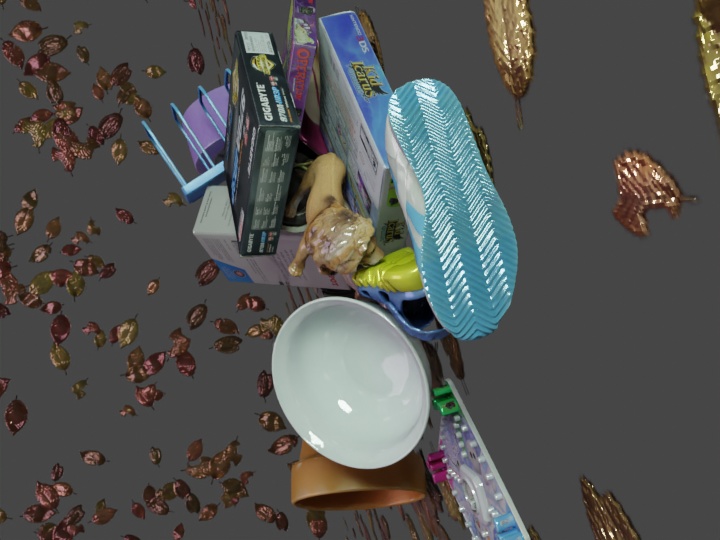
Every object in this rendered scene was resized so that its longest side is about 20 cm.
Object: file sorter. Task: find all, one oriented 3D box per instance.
[{"bbox_3d":[-0.201,-0.207,1.104,0.123,0.199,0.139,57,171,-7],"label":"file sorter"}]

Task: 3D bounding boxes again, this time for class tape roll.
[{"bbox_3d":[-0.197,-0.237,1.291,0.200,0.199,0.085,110,142,-72],"label":"tape roll"}]

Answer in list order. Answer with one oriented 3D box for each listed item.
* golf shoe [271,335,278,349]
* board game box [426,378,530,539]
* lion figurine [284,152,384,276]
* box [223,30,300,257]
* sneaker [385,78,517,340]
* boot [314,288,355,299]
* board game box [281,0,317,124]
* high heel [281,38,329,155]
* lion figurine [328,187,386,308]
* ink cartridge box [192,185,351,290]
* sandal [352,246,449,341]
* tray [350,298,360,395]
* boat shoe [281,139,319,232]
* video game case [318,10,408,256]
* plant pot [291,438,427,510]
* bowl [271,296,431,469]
[{"bbox_3d":[-0.056,0.103,1.177,0.200,0.092,0.073,-8,-67,-62],"label":"golf shoe"},{"bbox_3d":[0.124,0.256,0.858,0.201,0.026,0.201,87,163,-50],"label":"board game box"},{"bbox_3d":[-0.037,-0.071,0.828,0.123,0.072,0.201,-56,40,46],"label":"lion figurine"},{"bbox_3d":[-0.117,-0.139,0.852,0.201,0.046,0.160,109,151,-49],"label":"box"},{"bbox_3d":[0.070,-0.044,0.594,0.081,0.076,0.201,87,171,-80],"label":"sneaker"},{"bbox_3d":[-0.048,0.020,1.261,0.200,0.072,0.183,108,158,-60],"label":"boot"},{"bbox_3d":[-0.078,-0.214,0.867,0.200,0.032,0.121,110,166,-52],"label":"board game box"},{"bbox_3d":[-0.047,-0.225,0.976,0.201,0.067,0.096,61,137,34],"label":"high heel"},{"bbox_3d":[0.000,0.000,0.953,0.123,0.072,0.201,-89,-14,-58],"label":"lion figurine"},{"bbox_3d":[-0.112,-0.046,1.072,0.146,0.199,0.085,69,-152,-58],"label":"ink cartridge box"},{"bbox_3d":[0.047,0.025,0.788,0.087,0.079,0.200,64,173,-8],"label":"sandal"},{"bbox_3d":[0.006,0.103,1.031,0.200,0.098,0.037,-124,25,-58],"label":"tray"},{"bbox_3d":[-0.086,-0.127,0.967,0.202,0.071,0.061,-96,16,-50],"label":"boat shoe"},{"bbox_3d":[0.004,-0.142,0.824,0.182,0.045,0.201,98,154,-62],"label":"video game case"},{"bbox_3d":[-0.006,0.253,1.139,0.200,0.199,0.184,98,170,-65],"label":"plant pot"},{"bbox_3d":[0.003,0.117,0.871,0.090,0.200,0.202,-28,-74,-59],"label":"bowl"}]
